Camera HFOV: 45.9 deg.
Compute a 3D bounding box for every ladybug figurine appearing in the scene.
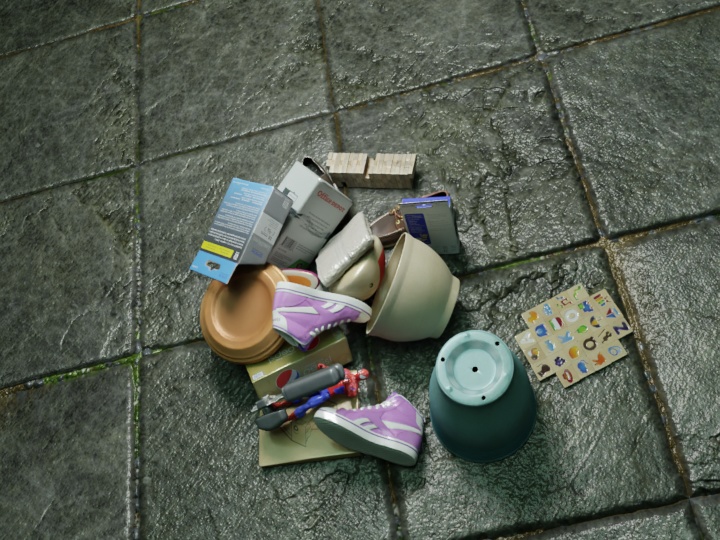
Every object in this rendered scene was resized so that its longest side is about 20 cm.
[{"bbox_3d":[0.000,0.000,1.676,0.135,0.072,0.201,-40,16,19],"label":"ladybug figurine"}]

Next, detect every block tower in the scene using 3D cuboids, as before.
[{"bbox_3d":[0.026,-0.216,1.840,0.195,0.058,0.055,3,61,18],"label":"block tower"}]

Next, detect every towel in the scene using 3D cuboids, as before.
[{"bbox_3d":[-0.031,-0.046,1.675,0.132,0.034,0.200,-44,15,8],"label":"towel"}]

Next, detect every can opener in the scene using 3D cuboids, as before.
[{"bbox_3d":[-0.111,0.232,1.532,0.197,0.053,0.068,-23,90,23],"label":"can opener"}]

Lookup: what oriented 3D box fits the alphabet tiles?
[{"bbox_3d":[0.395,0.119,1.582,0.197,0.006,0.168,-27,58,-2],"label":"alphabet tiles"}]

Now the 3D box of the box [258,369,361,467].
[{"bbox_3d":[-0.096,0.279,1.605,0.195,0.021,0.167,-8,59,9],"label":"box"}]

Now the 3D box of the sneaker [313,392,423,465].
[{"bbox_3d":[0.019,0.266,1.534,0.196,0.073,0.116,21,56,-2],"label":"sneaker"}]

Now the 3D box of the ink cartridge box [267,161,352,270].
[{"bbox_3d":[-0.127,-0.099,1.723,0.083,0.146,0.202,40,96,31],"label":"ink cartridge box"}]

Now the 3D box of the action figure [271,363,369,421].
[{"bbox_3d":[-0.079,0.217,1.570,0.196,0.100,0.066,-22,58,-2],"label":"action figure"}]

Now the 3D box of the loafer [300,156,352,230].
[{"bbox_3d":[-0.086,-0.168,1.830,0.072,0.072,0.201,-32,58,-6],"label":"loafer"}]

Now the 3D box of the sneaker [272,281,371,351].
[{"bbox_3d":[-0.074,0.099,1.585,0.196,0.072,0.117,13,74,-21],"label":"sneaker"}]

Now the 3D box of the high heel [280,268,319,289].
[{"bbox_3d":[-0.146,0.030,1.694,0.197,0.095,0.069,-20,93,32],"label":"high heel"}]

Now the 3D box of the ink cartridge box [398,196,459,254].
[{"bbox_3d":[0.136,-0.095,1.655,0.097,0.201,0.040,-1,62,12],"label":"ink cartridge box"}]

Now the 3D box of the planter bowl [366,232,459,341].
[{"bbox_3d":[0.107,0.048,1.602,0.132,0.201,0.204,21,65,-4],"label":"planter bowl"}]

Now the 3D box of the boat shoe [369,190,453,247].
[{"bbox_3d":[0.097,-0.112,1.754,0.196,0.071,0.071,-24,58,2],"label":"boat shoe"}]

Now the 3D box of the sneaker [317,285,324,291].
[{"bbox_3d":[-0.136,0.099,1.677,0.074,0.093,0.202,21,67,25],"label":"sneaker"}]

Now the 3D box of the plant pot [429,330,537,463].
[{"bbox_3d":[0.204,0.205,1.474,0.195,0.189,0.204,-6,59,11],"label":"plant pot"}]

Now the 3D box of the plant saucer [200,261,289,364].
[{"bbox_3d":[-0.219,0.074,1.615,0.195,0.037,0.206,-5,73,16],"label":"plant saucer"}]

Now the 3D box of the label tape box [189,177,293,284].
[{"bbox_3d":[-0.230,-0.068,1.640,0.143,0.063,0.204,16,79,47],"label":"label tape box"}]

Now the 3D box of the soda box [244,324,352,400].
[{"bbox_3d":[-0.117,0.173,1.626,0.196,0.069,0.064,-25,41,-8],"label":"soda box"}]
